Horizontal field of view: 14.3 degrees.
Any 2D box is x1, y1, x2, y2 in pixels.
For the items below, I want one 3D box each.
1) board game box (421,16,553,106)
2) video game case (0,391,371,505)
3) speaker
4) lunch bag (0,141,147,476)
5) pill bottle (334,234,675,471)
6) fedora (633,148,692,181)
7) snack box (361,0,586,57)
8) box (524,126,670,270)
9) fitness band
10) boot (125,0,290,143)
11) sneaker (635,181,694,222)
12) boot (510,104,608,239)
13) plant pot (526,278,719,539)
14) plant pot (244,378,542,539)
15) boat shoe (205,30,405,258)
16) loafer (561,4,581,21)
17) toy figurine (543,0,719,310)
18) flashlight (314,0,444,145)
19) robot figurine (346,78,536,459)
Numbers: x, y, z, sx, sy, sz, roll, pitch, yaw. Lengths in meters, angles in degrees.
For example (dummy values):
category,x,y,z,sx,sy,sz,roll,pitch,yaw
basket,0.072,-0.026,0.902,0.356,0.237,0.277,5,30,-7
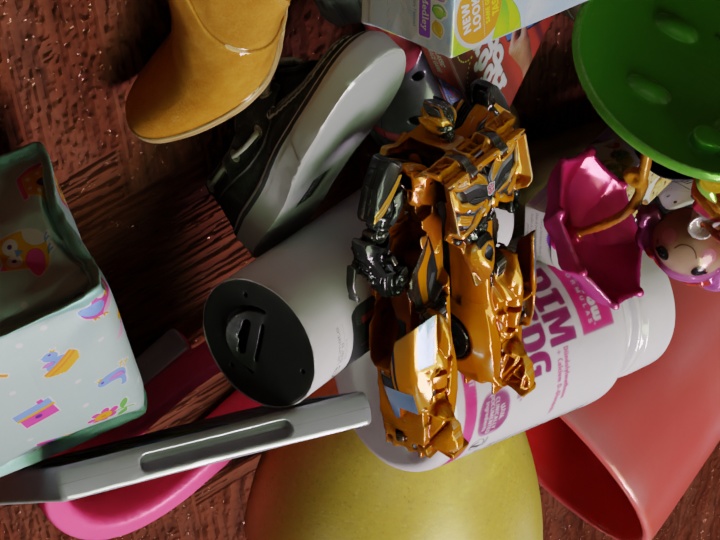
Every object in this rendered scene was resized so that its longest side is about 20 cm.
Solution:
category,x,y,z,sx,sy,sz,roll,pitch,yaw
board game box,0.061,-0.159,1.546,0.103,0.019,0.200,-62,154,-18
video game case,-0.108,0.103,1.635,0.182,0.022,0.200,-13,180,-19
speaker,0.000,0.000,1.622,0.200,0.081,0.081,-35,159,-44
lunch bag,-0.225,0.045,1.479,0.199,0.122,0.171,-24,155,-8
pill bottle,0.091,0.041,1.754,0.199,0.113,0.114,-20,149,-36
fedora,0.204,-0.156,1.692,0.091,0.201,0.201,27,116,-28
snack box,0.090,-0.216,1.417,0.200,0.068,0.169,-25,128,-40
box,0.167,-0.067,1.775,0.200,0.039,0.042,-41,143,-43
fitness band,-0.116,0.097,1.795,0.200,0.037,0.144,-41,154,9
boot,-0.084,-0.150,1.418,0.201,0.071,0.144,-35,141,25
sneaker,0.238,-0.041,1.801,0.088,0.076,0.200,-40,-172,-35
boot,0.106,-0.069,1.786,0.199,0.066,0.175,-16,154,-40
plant pot,0.181,0.057,1.951,0.177,0.200,0.201,-43,156,-14
plant pot,0.026,0.114,1.859,0.199,0.200,0.143,-21,132,-31
boat shoe,-0.039,-0.078,1.544,0.071,0.064,0.200,-35,169,-35
loafer,0.145,-0.203,1.599,0.075,0.070,0.200,-29,153,-16
toy figurine,0.185,-0.047,1.619,0.184,0.199,0.150,115,1,-51
flashlight,0.013,-0.126,1.564,0.068,0.068,0.200,-19,155,8
robot figurine,0.052,-0.004,1.565,0.145,0.058,0.201,-39,138,-40
